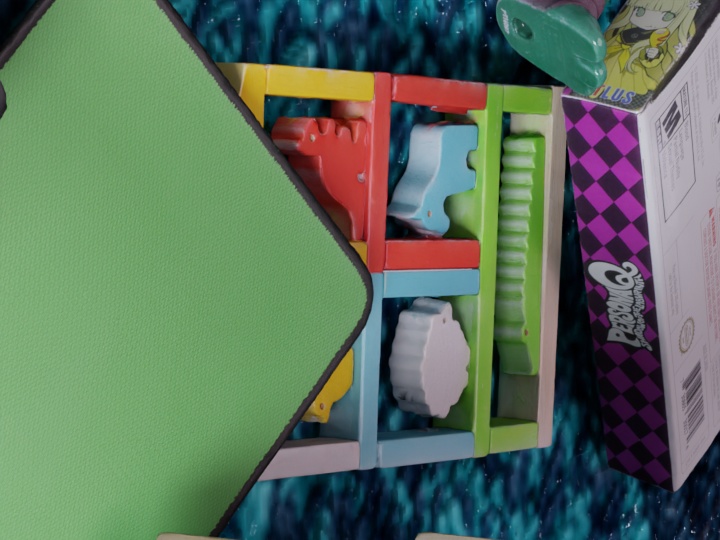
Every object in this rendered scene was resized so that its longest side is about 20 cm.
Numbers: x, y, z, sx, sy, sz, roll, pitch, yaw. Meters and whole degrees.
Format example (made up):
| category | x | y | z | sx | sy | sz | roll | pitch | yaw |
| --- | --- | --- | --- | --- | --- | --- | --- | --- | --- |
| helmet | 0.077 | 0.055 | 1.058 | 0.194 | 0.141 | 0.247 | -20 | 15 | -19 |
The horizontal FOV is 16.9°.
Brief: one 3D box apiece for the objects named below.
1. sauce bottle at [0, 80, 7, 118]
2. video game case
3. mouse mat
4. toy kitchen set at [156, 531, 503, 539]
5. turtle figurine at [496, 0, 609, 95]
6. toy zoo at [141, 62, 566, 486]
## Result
| category | x | y | z | sx | sy | sz | roll | pitch | yaw |
| --- | --- | --- | --- | --- | --- | --- | --- | --- | --- |
| sauce bottle | -0.154 | 0.023 | 0.584 | 0.066 | 0.066 | 0.200 | 54 | 52 | -37 |
| video game case | 0.137 | -0.047 | 0.897 | 0.181 | 0.036 | 0.200 | -53 | 148 | -32 |
| mouse mat | -0.085 | 0.028 | 0.689 | 0.200 | 0.008 | 0.161 | -53 | 126 | -24 |
| toy kitchen set | 0.040 | 0.190 | 0.701 | 0.163 | 0.199 | 0.181 | 65 | 32 | -61 |
| turtle figurine | 0.120 | -0.154 | 0.792 | 0.200 | 0.101 | 0.150 | -39 | 110 | -22 |
| toy zoo | 0.000 | 0.000 | 0.794 | 0.200 | 0.020 | 0.132 | 0 | 94 | -50 |
